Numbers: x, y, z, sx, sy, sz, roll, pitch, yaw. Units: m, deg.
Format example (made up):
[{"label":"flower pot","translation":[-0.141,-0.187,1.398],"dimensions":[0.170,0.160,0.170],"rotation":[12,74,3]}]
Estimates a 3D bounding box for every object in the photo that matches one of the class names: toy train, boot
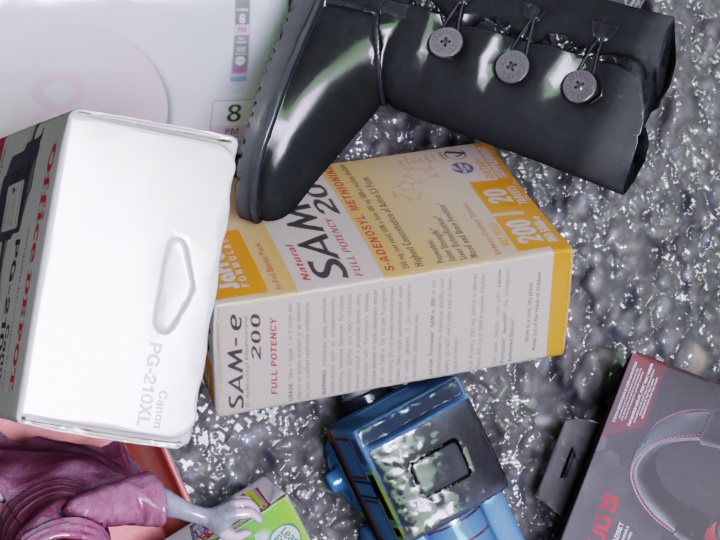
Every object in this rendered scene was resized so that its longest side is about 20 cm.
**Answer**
[{"label":"toy train","translation":[0.047,0.152,1.099],"dimensions":[0.086,0.114,0.201],"rotation":[-26,95,-14]},{"label":"boot","translation":[0.050,-0.077,1.026],"dimensions":[0.199,0.066,0.166],"rotation":[18,86,8]}]

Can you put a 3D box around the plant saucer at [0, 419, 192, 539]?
[{"label":"plant saucer","translation":[-0.204,0.121,1.070],"dimensions":[0.199,0.037,0.201],"rotation":[-25,94,-15]}]

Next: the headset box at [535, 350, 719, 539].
[{"label":"headset box","translation":[0.202,0.146,1.137],"dimensions":[0.199,0.075,0.149],"rotation":[22,83,9]}]

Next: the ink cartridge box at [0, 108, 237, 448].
[{"label":"ink cartridge box","translation":[-0.137,0.005,0.968],"dimensions":[0.084,0.200,0.146],"rotation":[10,85,-20]}]

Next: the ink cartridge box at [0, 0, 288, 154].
[{"label":"ink cartridge box","translation":[-0.115,-0.148,1.039],"dimensions":[0.161,0.201,0.057],"rotation":[-4,46,-16]}]

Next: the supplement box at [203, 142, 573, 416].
[{"label":"supplement box","translation":[0.000,0.000,1.077],"dimensions":[0.199,0.126,0.074],"rotation":[-10,124,-17]}]

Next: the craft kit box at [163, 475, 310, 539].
[{"label":"craft kit box","translation":[-0.085,0.248,1.074],"dimensions":[0.197,0.048,0.201],"rotation":[-30,110,-12]}]

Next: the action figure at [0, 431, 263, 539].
[{"label":"action figure","translation":[-0.148,0.122,0.962],"dimensions":[0.149,0.200,0.134],"rotation":[40,83,-17]}]

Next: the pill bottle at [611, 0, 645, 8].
[{"label":"pill bottle","translation":[0.112,-0.180,1.128],"dimensions":[0.115,0.116,0.201],"rotation":[31,80,-13]}]
